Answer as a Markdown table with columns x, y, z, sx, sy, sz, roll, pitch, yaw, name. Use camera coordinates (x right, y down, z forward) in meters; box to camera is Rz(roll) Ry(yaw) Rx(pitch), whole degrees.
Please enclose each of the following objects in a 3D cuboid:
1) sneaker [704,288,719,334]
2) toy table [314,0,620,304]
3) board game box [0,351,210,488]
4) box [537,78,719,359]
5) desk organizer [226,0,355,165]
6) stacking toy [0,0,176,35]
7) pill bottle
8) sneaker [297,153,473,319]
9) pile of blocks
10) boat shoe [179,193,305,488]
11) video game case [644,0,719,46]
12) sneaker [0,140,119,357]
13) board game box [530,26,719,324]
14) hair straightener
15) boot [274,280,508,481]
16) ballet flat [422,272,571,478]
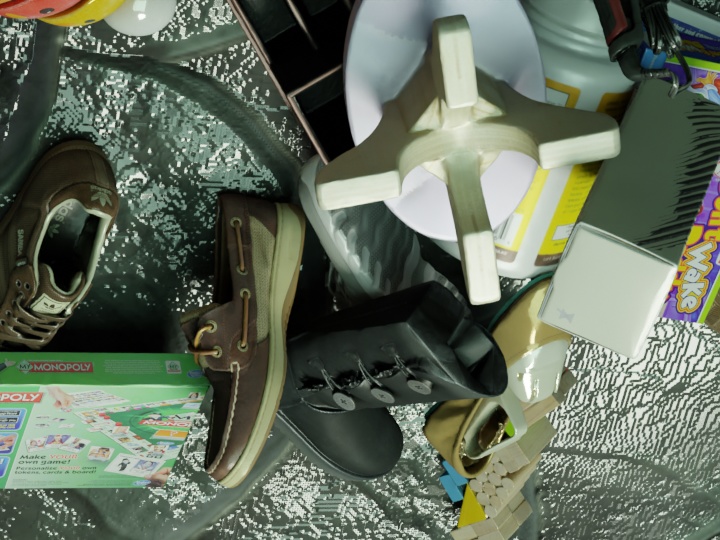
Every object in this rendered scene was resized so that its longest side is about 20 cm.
| x | y | z | sx | sy | sz | roll | pitch | yaw | name |
| --- | --- | --- | --- | --- | --- | --- | --- | --- | --- |
| 0.320 | -0.032 | 1.620 | 0.070 | 0.109 | 0.200 | 37 | 143 | 6 | sneaker |
| 0.057 | -0.089 | 1.355 | 0.183 | 0.117 | 0.201 | -20 | 119 | 4 | toy table |
| -0.215 | 0.104 | 1.517 | 0.199 | 0.029 | 0.135 | 2 | 142 | -21 | board game box |
| 0.176 | -0.037 | 1.389 | 0.068 | 0.200 | 0.082 | 23 | 128 | 5 | box |
| -0.042 | -0.166 | 1.407 | 0.072 | 0.077 | 0.200 | -30 | 126 | 1 | desk organizer |
| -0.178 | -0.194 | 1.330 | 0.146 | 0.146 | 0.200 | -48 | 139 | 13 | stacking toy |
| 0.118 | -0.103 | 1.481 | 0.109 | 0.109 | 0.201 | 9 | 117 | -23 | pill bottle |
| 0.000 | 0.000 | 1.523 | 0.082 | 0.075 | 0.200 | -2 | 136 | 35 | sneaker |
| 0.107 | 0.123 | 1.662 | 0.062 | 0.082 | 0.201 | -39 | 153 | -48 | pile of blocks |
| -0.089 | 0.043 | 1.481 | 0.072 | 0.072 | 0.201 | 15 | 74 | -18 | boat shoe |
| 0.205 | -0.092 | 1.575 | 0.143 | 0.018 | 0.200 | 18 | 114 | -27 | video game case |
| -0.219 | 0.011 | 1.459 | 0.070 | 0.076 | 0.201 | 15 | 115 | -26 | sneaker |
| 0.213 | -0.066 | 1.555 | 0.134 | 0.045 | 0.201 | 8 | 118 | -23 | board game box |
| 0.178 | -0.183 | 1.401 | 0.077 | 0.201 | 0.041 | 10 | 134 | -27 | hair straightener |
| 0.027 | 0.081 | 1.526 | 0.165 | 0.066 | 0.200 | 34 | 145 | -32 | boot |
| 0.108 | 0.078 | 1.547 | 0.068 | 0.063 | 0.200 | -15 | 153 | -33 | ballet flat |
